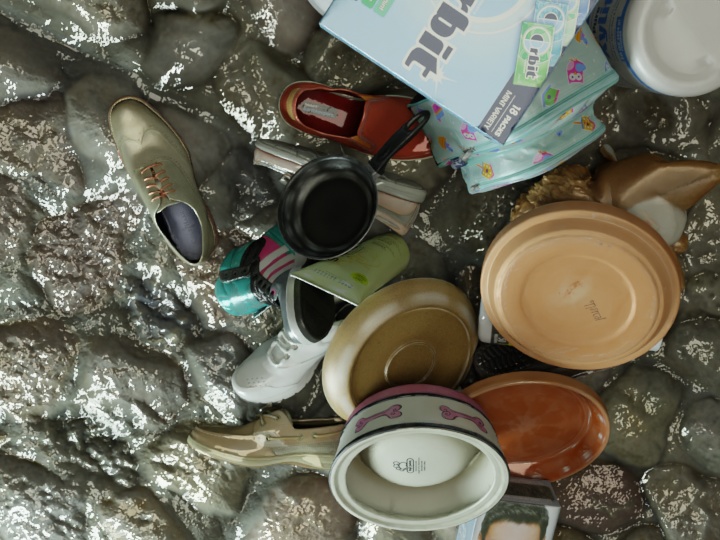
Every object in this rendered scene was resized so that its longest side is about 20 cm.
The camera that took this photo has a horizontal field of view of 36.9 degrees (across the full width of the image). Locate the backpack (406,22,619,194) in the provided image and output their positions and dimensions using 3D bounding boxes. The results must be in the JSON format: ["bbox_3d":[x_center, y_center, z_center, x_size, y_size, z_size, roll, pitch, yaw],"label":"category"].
[{"bbox_3d":[0.163,-0.173,1.099,0.175,0.200,0.154,-30,90,-19],"label":"backpack"}]

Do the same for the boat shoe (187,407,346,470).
[{"bbox_3d":[-0.099,0.189,1.248,0.199,0.072,0.065,8,97,-13],"label":"boat shoe"}]

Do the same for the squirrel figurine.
[{"bbox_3d":[0.263,-0.078,1.164,0.199,0.187,0.142,4,111,-2],"label":"squirrel figurine"}]

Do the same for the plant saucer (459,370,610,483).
[{"bbox_3d":[0.188,0.182,1.251,0.199,0.032,0.201,0,135,0],"label":"plant saucer"}]

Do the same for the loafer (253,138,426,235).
[{"bbox_3d":[-0.027,-0.090,1.193,0.199,0.072,0.063,15,106,-12],"label":"loafer"}]

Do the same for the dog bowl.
[{"bbox_3d":[0.064,0.206,1.203,0.199,0.074,0.201,0,135,0],"label":"dog bowl"}]

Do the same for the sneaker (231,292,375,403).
[{"bbox_3d":[-0.062,0.074,1.207,0.199,0.087,0.075,-34,61,-3],"label":"sneaker"}]

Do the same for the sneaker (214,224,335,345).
[{"bbox_3d":[-0.098,0.023,1.156,0.120,0.200,0.084,-26,122,16],"label":"sneaker"}]

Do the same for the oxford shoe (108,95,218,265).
[{"bbox_3d":[-0.211,-0.097,1.168,0.071,0.074,0.201,-29,104,1],"label":"oxford shoe"}]

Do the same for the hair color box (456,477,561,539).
[{"bbox_3d":[0.166,0.349,1.300,0.098,0.061,0.201,7,110,-7],"label":"hair color box"}]

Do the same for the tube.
[{"bbox_3d":[0.000,0.000,1.146,0.058,0.200,0.052,-19,94,24],"label":"tube"}]

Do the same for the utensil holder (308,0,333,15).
[{"bbox_3d":[0.019,-0.323,1.076,0.169,0.200,0.171,-1,104,-5],"label":"utensil holder"}]

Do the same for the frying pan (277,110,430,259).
[{"bbox_3d":[-0.014,-0.097,1.122,0.115,0.031,0.191,28,85,28],"label":"frying pan"}]

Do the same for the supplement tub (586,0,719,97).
[{"bbox_3d":[0.309,-0.252,1.120,0.131,0.200,0.133,-1,102,-6],"label":"supplement tub"}]

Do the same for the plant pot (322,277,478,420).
[{"bbox_3d":[0.052,0.102,1.220,0.199,0.028,0.201,-14,125,-21],"label":"plant pot"}]

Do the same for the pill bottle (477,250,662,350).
[{"bbox_3d":[0.235,0.037,1.202,0.199,0.111,0.112,6,103,9],"label":"pill bottle"}]

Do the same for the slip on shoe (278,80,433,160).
[{"bbox_3d":[0.009,-0.163,1.182,0.199,0.061,0.075,12,99,-11],"label":"slip on shoe"}]

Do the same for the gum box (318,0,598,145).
[{"bbox_3d":[0.090,-0.238,0.967,0.199,0.045,0.170,33,98,-6],"label":"gum box"}]

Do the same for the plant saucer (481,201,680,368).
[{"bbox_3d":[0.221,0.023,1.092,0.199,0.032,0.201,8,128,10],"label":"plant saucer"}]

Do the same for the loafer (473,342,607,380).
[{"bbox_3d":[0.227,0.101,1.268,0.199,0.073,0.071,-10,139,-5],"label":"loafer"}]
